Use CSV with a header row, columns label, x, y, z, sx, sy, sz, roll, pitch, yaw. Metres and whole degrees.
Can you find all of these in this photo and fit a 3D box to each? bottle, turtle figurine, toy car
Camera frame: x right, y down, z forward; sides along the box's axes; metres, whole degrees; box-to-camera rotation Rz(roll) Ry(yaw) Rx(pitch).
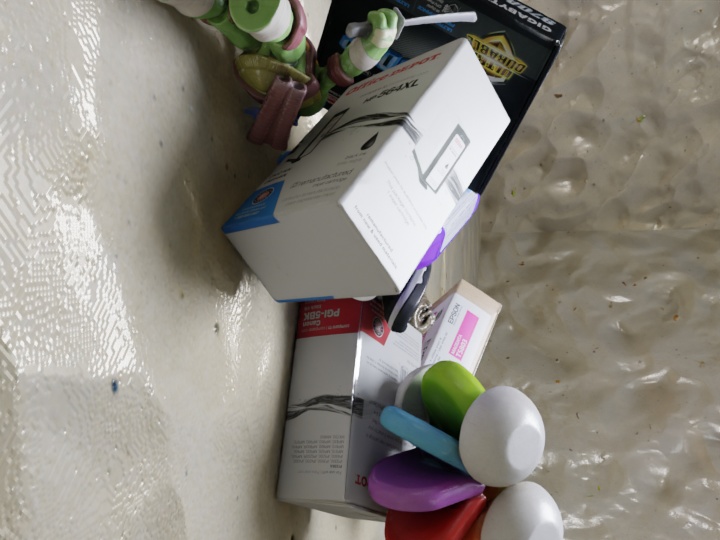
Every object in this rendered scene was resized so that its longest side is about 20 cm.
label,x,y,z,sx,sy,sz,roll,pitch,yaw
bottle,0.043,-0.044,0.669,0.200,0.082,0.066,-44,157,-47
turtle figurine,-0.046,-0.197,0.514,0.146,0.198,0.193,56,14,11
toy car,0.077,0.190,0.660,0.174,0.147,0.205,11,-63,63

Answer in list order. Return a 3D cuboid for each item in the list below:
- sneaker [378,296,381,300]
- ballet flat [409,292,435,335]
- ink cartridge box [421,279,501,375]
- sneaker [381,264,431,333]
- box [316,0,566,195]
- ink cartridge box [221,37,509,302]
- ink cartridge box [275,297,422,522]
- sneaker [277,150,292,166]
label,x,y,z,sx,sy,sz,roll,pitch,yaw
sneaker,0.000,0.000,0.851,0.099,0.069,0.204,-72,156,-53
ballet flat,0.070,0.009,0.902,0.202,0.045,0.069,-83,166,-52
ink cartridge box,0.101,0.134,1.017,0.202,0.074,0.165,-61,-175,-30
sneaker,0.025,-0.021,0.743,0.202,0.081,0.073,-84,-168,-48
box,0.060,-0.185,0.648,0.046,0.197,0.161,-54,172,-50
ink cartridge box,0.008,-0.076,0.567,0.085,0.144,0.201,52,53,-25
ink cartridge box,-0.005,0.142,0.736,0.146,0.081,0.205,39,50,-52
sneaker,-0.023,-0.092,0.696,0.202,0.074,0.106,-65,146,-36
